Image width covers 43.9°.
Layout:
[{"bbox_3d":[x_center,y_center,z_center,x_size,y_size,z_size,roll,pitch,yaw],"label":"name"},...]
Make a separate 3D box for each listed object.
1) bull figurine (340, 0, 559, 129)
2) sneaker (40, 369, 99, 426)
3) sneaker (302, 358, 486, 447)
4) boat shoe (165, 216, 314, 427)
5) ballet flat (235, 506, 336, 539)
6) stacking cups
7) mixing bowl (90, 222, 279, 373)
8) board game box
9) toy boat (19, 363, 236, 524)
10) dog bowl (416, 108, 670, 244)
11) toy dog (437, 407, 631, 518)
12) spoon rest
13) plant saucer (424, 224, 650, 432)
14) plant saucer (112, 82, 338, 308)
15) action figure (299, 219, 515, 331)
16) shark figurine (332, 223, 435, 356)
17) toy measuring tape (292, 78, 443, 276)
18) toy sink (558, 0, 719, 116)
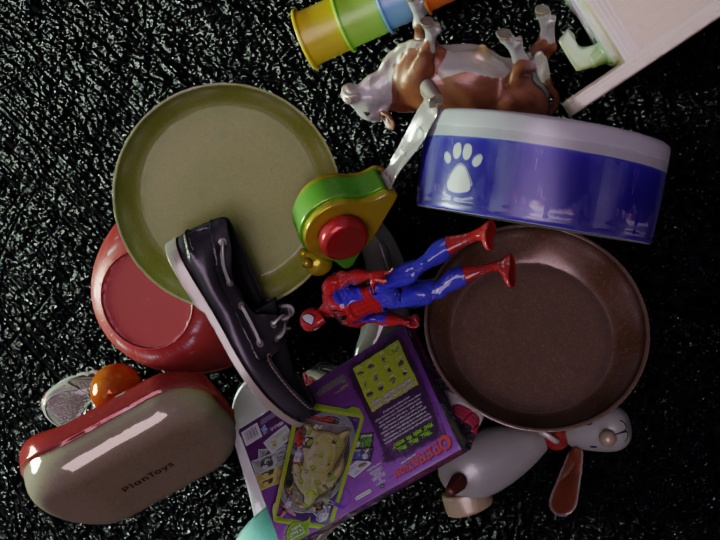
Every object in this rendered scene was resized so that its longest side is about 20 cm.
[{"bbox_3d":[0.081,-0.179,0.798,0.198,0.066,0.122,5,143,4],"label":"bull figurine"},{"bbox_3d":[-0.244,0.160,0.931,0.198,0.082,0.079,14,102,11],"label":"sneaker"},{"bbox_3d":[0.033,0.121,0.862,0.198,0.075,0.081,6,136,32],"label":"sneaker"},{"bbox_3d":[-0.089,0.045,0.773,0.062,0.073,0.201,-32,101,5],"label":"boat shoe"},{"bbox_3d":[-0.037,0.230,0.851,0.200,0.062,0.068,-42,51,16],"label":"ballet flat"},{"bbox_3d":[0.036,-0.253,0.816,0.198,0.061,0.061,-23,94,11],"label":"stacking cups"},{"bbox_3d":[-0.187,0.019,0.882,0.198,0.108,0.202,2,100,11],"label":"mixing bowl"},{"bbox_3d":[-0.011,0.151,0.799,0.199,0.032,0.121,-33,62,20],"label":"board game box"},{"bbox_3d":[-0.225,0.146,0.847,0.199,0.131,0.131,-28,51,-1],"label":"toy boat"},{"bbox_3d":[0.147,-0.076,0.738,0.198,0.200,0.080,10,94,11],"label":"dog bowl"},{"bbox_3d":[0.148,0.172,0.837,0.200,0.096,0.132,-39,90,16],"label":"toy dog"},{"bbox_3d":[-0.084,0.203,0.910,0.098,0.061,0.202,-1,100,23],"label":"spoon rest"},{"bbox_3d":[0.156,0.053,0.805,0.198,0.037,0.202,-1,61,2],"label":"plant saucer"},{"bbox_3d":[-0.116,-0.065,0.791,0.198,0.031,0.202,-2,107,-5],"label":"plant saucer"},{"bbox_3d":[0.030,0.017,0.759,0.199,0.052,0.066,-19,126,30],"label":"action figure"},{"bbox_3d":[0.003,-0.022,0.837,0.127,0.090,0.216,-28,76,-2],"label":"shark figurine"},{"bbox_3d":[-0.006,-0.072,0.730,0.073,0.074,0.201,34,123,5],"label":"toy measuring tape"},{"bbox_3d":[0.228,-0.231,0.735,0.199,0.130,0.113,-34,91,17],"label":"toy sink"}]
